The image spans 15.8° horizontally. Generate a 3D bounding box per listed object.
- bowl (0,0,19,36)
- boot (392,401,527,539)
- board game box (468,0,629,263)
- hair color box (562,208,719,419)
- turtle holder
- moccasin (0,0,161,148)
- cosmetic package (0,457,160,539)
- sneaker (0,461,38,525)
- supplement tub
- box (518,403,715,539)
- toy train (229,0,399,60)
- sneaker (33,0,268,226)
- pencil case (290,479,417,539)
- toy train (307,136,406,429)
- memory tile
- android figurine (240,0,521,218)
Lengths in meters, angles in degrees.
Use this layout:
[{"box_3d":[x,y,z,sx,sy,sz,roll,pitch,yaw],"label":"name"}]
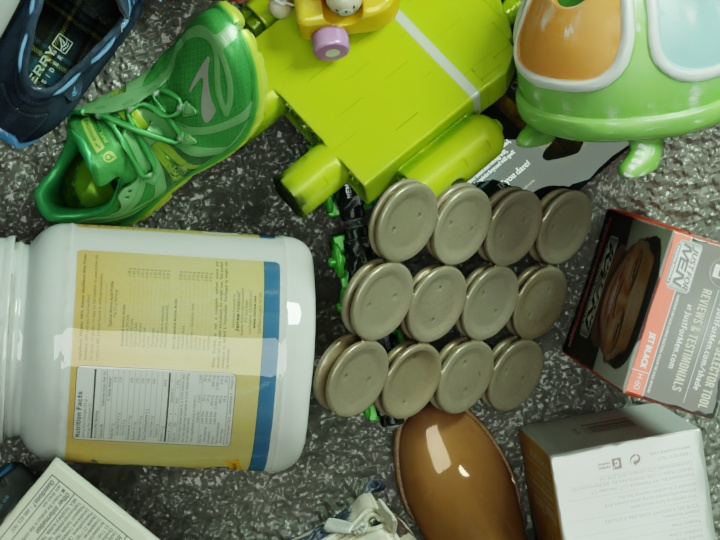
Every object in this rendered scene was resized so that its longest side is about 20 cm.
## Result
[{"box_3d":[-0.292,-0.166,1.542,0.199,0.075,0.201,30,93,22],"label":"bowl"},{"box_3d":[0.083,0.176,1.596,0.073,0.155,0.201,-23,97,-3],"label":"boot"},{"box_3d":[0.115,-0.119,1.640,0.200,0.028,0.135,-40,97,-1],"label":"board game box"},{"box_3d":[0.181,0.023,1.572,0.061,0.200,0.102,17,92,-7],"label":"hair color box"},{"box_3d":[0.179,-0.143,1.549,0.185,0.141,0.132,-11,111,-17],"label":"turtle holder"},{"box_3d":[-0.160,-0.157,1.544,0.080,0.068,0.201,28,56,-16],"label":"moccasin"},{"box_3d":[-0.133,0.214,1.535,0.200,0.087,0.103,40,81,5],"label":"cosmetic package"},{"box_3d":[-0.240,0.221,1.607,0.082,0.073,0.200,33,91,-7],"label":"sneaker"},{"box_3d":[-0.132,0.046,1.569,0.199,0.145,0.145,3,94,-6],"label":"supplement tub"},{"box_3d":[0.168,0.195,1.623,0.097,0.124,0.201,-10,95,-5],"label":"box"},{"box_3d":[-0.017,-0.216,1.576,0.200,0.056,0.150,-33,66,-8],"label":"toy train"},{"box_3d":[-0.125,-0.081,1.543,0.200,0.083,0.074,-45,73,38],"label":"sneaker"},{"box_3d":[-0.055,0.212,1.621,0.200,0.078,0.090,-29,133,-3],"label":"pencil case"},{"box_3d":[0.000,0.000,1.623,0.042,0.056,0.201,-11,94,-7],"label":"toy train"},{"box_3d":[0.059,0.018,1.582,0.200,0.017,0.154,1,110,-48],"label":"memory tile"},{"box_3d":[0.012,-0.124,1.586,0.200,0.041,0.182,-40,71,-13],"label":"android figurine"}]
